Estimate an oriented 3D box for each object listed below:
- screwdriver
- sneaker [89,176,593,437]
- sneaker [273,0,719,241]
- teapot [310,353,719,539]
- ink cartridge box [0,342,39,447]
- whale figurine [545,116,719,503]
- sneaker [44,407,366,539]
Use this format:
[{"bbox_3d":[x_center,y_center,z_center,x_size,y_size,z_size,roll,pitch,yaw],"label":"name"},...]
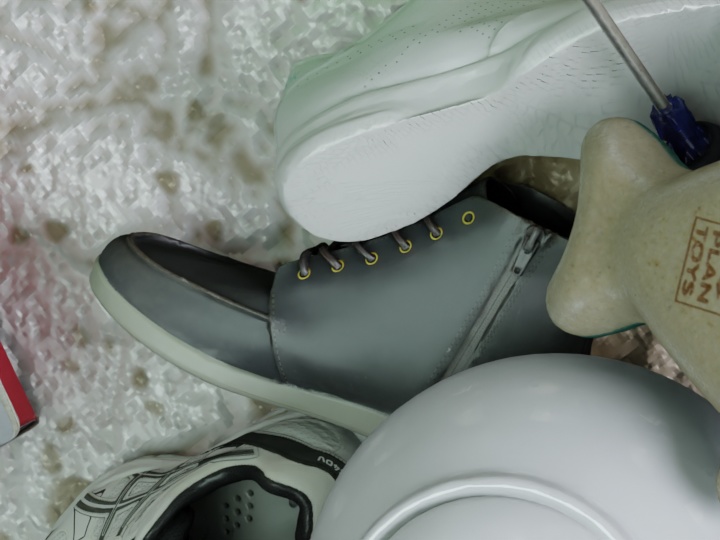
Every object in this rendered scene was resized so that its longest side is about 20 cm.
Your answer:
[{"bbox_3d":[0.099,-0.068,0.970,0.028,0.029,0.200,-2,144,31],"label":"screwdriver"},{"bbox_3d":[0.000,0.000,1.082,0.199,0.075,0.107,21,107,9],"label":"sneaker"},{"bbox_3d":[0.061,-0.081,1.032,0.199,0.089,0.075,-15,134,10],"label":"sneaker"},{"bbox_3d":[0.054,0.123,0.970,0.200,0.146,0.198,-43,79,19],"label":"teapot"},{"bbox_3d":[-0.225,-0.001,1.172,0.175,0.084,0.201,-23,94,28],"label":"ink cartridge box"},{"bbox_3d":[0.154,0.007,0.920,0.200,0.104,0.160,16,96,44],"label":"whale figurine"},{"bbox_3d":[-0.077,0.111,1.133,0.200,0.088,0.076,-33,91,30],"label":"sneaker"}]
